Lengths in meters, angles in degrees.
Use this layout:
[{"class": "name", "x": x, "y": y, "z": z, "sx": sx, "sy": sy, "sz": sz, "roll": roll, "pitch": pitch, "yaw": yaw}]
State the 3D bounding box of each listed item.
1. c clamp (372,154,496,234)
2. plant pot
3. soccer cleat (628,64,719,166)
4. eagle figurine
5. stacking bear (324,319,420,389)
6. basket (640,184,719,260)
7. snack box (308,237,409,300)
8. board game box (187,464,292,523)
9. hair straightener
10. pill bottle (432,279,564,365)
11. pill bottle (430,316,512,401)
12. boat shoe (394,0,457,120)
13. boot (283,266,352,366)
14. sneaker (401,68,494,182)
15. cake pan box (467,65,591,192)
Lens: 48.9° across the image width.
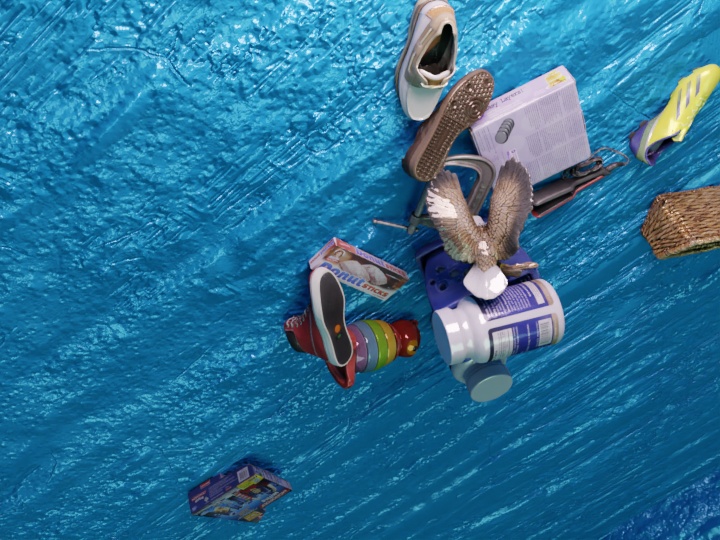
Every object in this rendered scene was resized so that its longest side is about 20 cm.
[{"class": "c clamp", "x": 0.134, "y": -0.127, "z": 1.356, "sx": 0.171, "sy": 0.027, "sz": 0.200, "roll": 13, "pitch": 135, "yaw": -15}, {"class": "plant pot", "x": 0.221, "y": 0.026, "z": 1.486, "sx": 0.200, "sy": 0.180, "sz": 0.200, "roll": -26, "pitch": 139, "yaw": 5}, {"class": "soccer cleat", "x": 0.559, "y": -0.267, "z": 1.382, "sx": 0.065, "sy": 0.084, "sz": 0.200, "roll": 16, "pitch": 127, "yaw": -35}, {"class": "eagle figurine", "x": 0.199, "y": -0.068, "z": 1.292, "sx": 0.152, "sy": 0.151, "sz": 0.200, "roll": -33, "pitch": 130, "yaw": -25}, {"class": "stacking bear", "x": 0.035, "y": 0.149, "z": 1.599, "sx": 0.200, "sy": 0.114, "sz": 0.122, "roll": -9, "pitch": 113, "yaw": -31}, {"class": "basket", "x": 0.697, "y": -0.071, "z": 1.612, "sx": 0.200, "sy": 0.149, "sz": 0.143, "roll": -10, "pitch": 139, "yaw": -15}, {"class": "snack box", "x": 0.000, "y": 0.000, "z": 1.480, "sx": 0.200, "sy": 0.024, "sz": 0.072, "roll": 25, "pitch": 124, "yaw": -41}, {"class": "board game box", "x": -0.279, "y": 0.549, "z": 1.941, "sx": 0.200, "sy": 0.062, "sz": 0.200, "roll": -33, "pitch": 140, "yaw": 14}, {"class": "hair straightener", "x": 0.399, "y": -0.169, "z": 1.454, "sx": 0.200, "sy": 0.041, "sz": 0.077, "roll": -25, "pitch": 140, "yaw": 4}, {"class": "pill bottle", "x": 0.230, "y": 0.090, "z": 1.333, "sx": 0.200, "sy": 0.116, "sz": 0.116, "roll": -13, "pitch": 139, "yaw": -9}, {"class": "pill bottle", "x": 0.231, "y": 0.163, "z": 1.626, "sx": 0.120, "sy": 0.200, "sz": 0.120, "roll": -12, "pitch": 140, "yaw": -11}, {"class": "boat shoe", "x": 0.098, "y": -0.297, "z": 1.159, "sx": 0.075, "sy": 0.068, "sz": 0.200, "roll": -10, "pitch": 139, "yaw": -13}, {"class": "boot", "x": -0.098, "y": 0.078, "z": 1.476, "sx": 0.072, "sy": 0.144, "sz": 0.200, "roll": -36, "pitch": 128, "yaw": -41}, {"class": "sneaker", "x": 0.128, "y": -0.237, "z": 1.250, "sx": 0.070, "sy": 0.076, "sz": 0.200, "roll": 33, "pitch": 95, "yaw": -33}, {"class": "cake pan box", "x": 0.286, "y": -0.223, "z": 1.339, "sx": 0.184, "sy": 0.052, "sz": 0.200, "roll": -25, "pitch": 140, "yaw": 8}]
